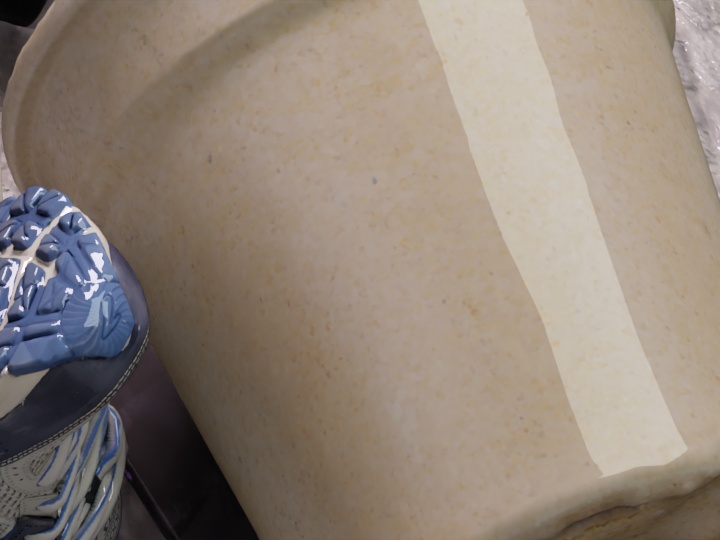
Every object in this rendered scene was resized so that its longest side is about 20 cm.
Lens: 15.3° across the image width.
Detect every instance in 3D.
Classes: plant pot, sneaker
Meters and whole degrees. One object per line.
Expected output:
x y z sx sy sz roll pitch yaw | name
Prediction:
0.026 0.010 0.720 0.200 0.200 0.184 1 55 -41 | plant pot
-0.092 0.043 0.706 0.085 0.200 0.077 37 62 -14 | sneaker

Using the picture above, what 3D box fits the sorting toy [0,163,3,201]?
-0.210 -0.045 0.836 0.179 0.107 0.200 -2 42 -16 | sorting toy

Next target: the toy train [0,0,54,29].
-0.172 -0.153 0.973 0.199 0.114 0.087 17 23 -26 | toy train

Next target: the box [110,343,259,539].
0.000 0.000 0.860 0.200 0.036 0.143 -33 74 -9 | box
